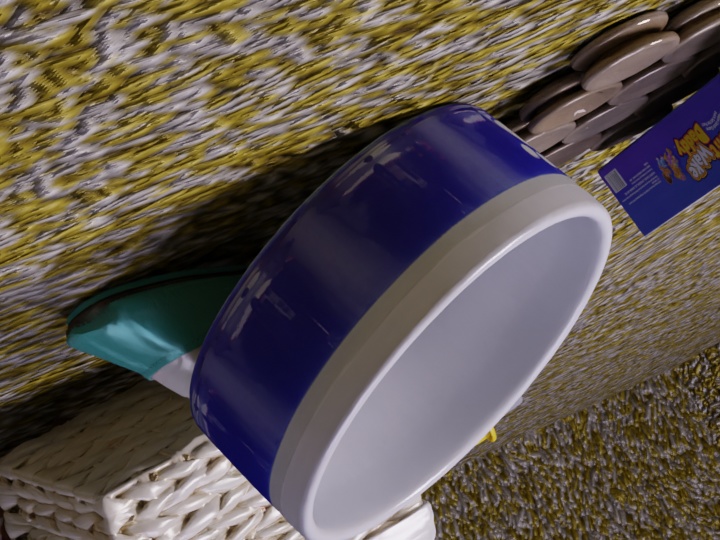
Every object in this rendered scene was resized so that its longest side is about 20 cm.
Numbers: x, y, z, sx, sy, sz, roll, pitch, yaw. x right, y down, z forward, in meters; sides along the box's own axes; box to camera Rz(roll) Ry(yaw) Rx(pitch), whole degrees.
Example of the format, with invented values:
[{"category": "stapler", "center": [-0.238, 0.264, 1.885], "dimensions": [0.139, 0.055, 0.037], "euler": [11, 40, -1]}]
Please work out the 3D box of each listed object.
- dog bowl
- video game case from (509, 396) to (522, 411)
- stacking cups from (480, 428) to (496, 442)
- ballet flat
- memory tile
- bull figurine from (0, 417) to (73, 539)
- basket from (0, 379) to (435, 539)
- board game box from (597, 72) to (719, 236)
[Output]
[{"category": "dog bowl", "center": [0.019, 0.025, 1.049], "dimensions": [0.200, 0.079, 0.200], "euler": [-41, 159, -19]}, {"category": "video game case", "center": [0.011, 0.087, 1.486], "dimensions": [0.182, 0.022, 0.200], "euler": [-35, 148, -6]}, {"category": "stacking cups", "center": [-0.012, 0.134, 1.444], "dimensions": [0.200, 0.061, 0.061], "euler": [-32, 173, -9]}, {"category": "ballet flat", "center": [-0.056, 0.030, 1.117], "dimensions": [0.067, 0.071, 0.200], "euler": [-32, 170, 36]}, {"category": "memory tile", "center": [0.130, -0.090, 1.142], "dimensions": [0.153, 0.017, 0.200], "euler": [-22, 171, -30]}, {"category": "bull figurine", "center": [-0.202, 0.155, 1.338], "dimensions": [0.200, 0.065, 0.122], "euler": [-25, -147, 35]}, {"category": "basket", "center": [-0.082, 0.126, 1.248], "dimensions": [0.200, 0.124, 0.135], "euler": [-29, -159, -32]}, {"category": "board game box", "center": [0.214, -0.095, 1.169], "dimensions": [0.134, 0.045, 0.200], "euler": [-36, 177, -19]}]
